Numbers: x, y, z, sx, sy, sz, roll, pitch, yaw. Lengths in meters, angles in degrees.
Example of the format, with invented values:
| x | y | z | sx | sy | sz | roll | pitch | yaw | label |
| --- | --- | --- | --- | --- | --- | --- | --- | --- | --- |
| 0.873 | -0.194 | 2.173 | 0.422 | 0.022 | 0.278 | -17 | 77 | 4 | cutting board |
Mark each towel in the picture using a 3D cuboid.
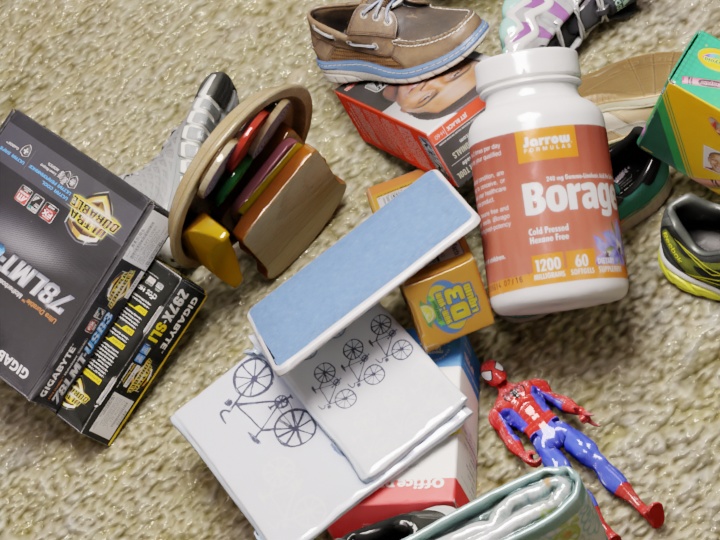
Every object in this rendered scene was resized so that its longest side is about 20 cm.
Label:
| x | y | z | sx | sy | sz | roll | pitch | yaw | label |
| --- | --- | --- | --- | --- | --- | --- | --- | --- | --- |
| 0.089 | 0.233 | 1.492 | 0.199 | 0.171 | 0.048 | -25 | 51 | 2 | towel |

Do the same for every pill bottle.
| x | y | z | sx | sy | sz | roll | pitch | yaw | label |
| --- | --- | --- | --- | --- | --- | --- | --- | --- | --- |
| 0.145 | -0.070 | 1.621 | 0.112 | 0.112 | 0.201 | -9 | 84 | 12 | pill bottle |

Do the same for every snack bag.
| x | y | z | sx | sy | sz | roll | pitch | yaw | label |
| --- | --- | --- | --- | --- | --- | --- | --- | --- | --- |
| -0.039 | 0.111 | 1.625 | 0.200 | 0.021 | 0.189 | -38 | 53 | -6 | snack bag |

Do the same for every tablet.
| x | y | z | sx | sy | sz | roll | pitch | yaw | label |
| --- | --- | --- | --- | --- | --- | --- | --- | --- | --- |
| 0.000 | 0.000 | 1.628 | 0.200 | 0.014 | 0.130 | -37 | 25 | 1 | tablet |

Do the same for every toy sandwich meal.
| x | y | z | sx | sy | sz | roll | pitch | yaw | label |
| --- | --- | --- | --- | --- | --- | --- | --- | --- | --- |
| -0.085 | -0.066 | 1.737 | 0.070 | 0.205 | 0.205 | 35 | 73 | 16 | toy sandwich meal |

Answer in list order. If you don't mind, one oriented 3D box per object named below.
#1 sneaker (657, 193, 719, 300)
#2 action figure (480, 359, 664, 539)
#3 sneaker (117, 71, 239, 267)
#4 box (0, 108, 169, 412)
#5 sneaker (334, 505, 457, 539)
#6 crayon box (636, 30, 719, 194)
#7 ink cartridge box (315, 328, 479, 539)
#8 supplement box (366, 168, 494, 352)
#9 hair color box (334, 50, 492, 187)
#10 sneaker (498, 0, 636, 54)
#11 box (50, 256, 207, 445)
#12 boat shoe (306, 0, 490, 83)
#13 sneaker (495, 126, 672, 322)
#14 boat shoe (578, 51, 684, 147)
| x | y | z | sx | sy | sz | roll | pitch | yaw | label |
| --- | --- | --- | --- | --- | --- | --- | --- | --- | --- |
| 0.322 | -0.002 | 1.624 | 0.199 | 0.085 | 0.075 | 18 | 65 | 27 | sneaker |
| 0.157 | 0.137 | 1.612 | 0.065 | 0.052 | 0.200 | -40 | 52 | -5 | action figure |
| -0.186 | -0.098 | 1.865 | 0.115 | 0.075 | 0.201 | 2 | 59 | 22 | sneaker |
| -0.283 | -0.012 | 1.768 | 0.200 | 0.050 | 0.199 | 33 | 88 | 33 | box |
| -0.012 | 0.239 | 1.544 | 0.200 | 0.090 | 0.067 | -37 | 65 | 17 | sneaker |
| 0.329 | -0.096 | 1.622 | 0.199 | 0.119 | 0.058 | 31 | 68 | 7 | crayon box |
| 0.031 | 0.149 | 1.631 | 0.116 | 0.067 | 0.201 | -6 | 56 | 15 | ink cartridge box |
| 0.056 | -0.013 | 1.683 | 0.068 | 0.067 | 0.200 | -19 | 27 | 3 | supplement box |
| 0.066 | -0.143 | 1.766 | 0.101 | 0.061 | 0.200 | -38 | 27 | -11 | hair color box |
| 0.203 | -0.235 | 1.823 | 0.139 | 0.078 | 0.201 | 0 | 58 | 19 | sneaker |
| -0.252 | 0.033 | 1.790 | 0.200 | 0.049 | 0.160 | 32 | 90 | 33 | box |
| 0.023 | -0.208 | 1.772 | 0.199 | 0.073 | 0.072 | -4 | 36 | 45 | boat shoe |
| 0.178 | -0.045 | 1.701 | 0.200 | 0.080 | 0.071 | -44 | 58 | -12 | sneaker |
| 0.221 | -0.134 | 1.757 | 0.199 | 0.069 | 0.074 | -11 | 34 | 18 | boat shoe |
